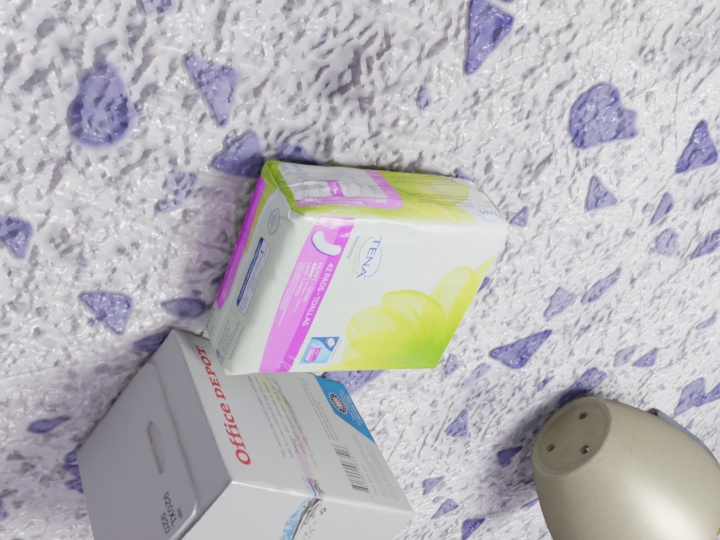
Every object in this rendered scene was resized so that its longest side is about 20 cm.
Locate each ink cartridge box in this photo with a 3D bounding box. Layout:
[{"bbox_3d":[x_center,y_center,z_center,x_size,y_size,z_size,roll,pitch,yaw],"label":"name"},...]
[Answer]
[{"bbox_3d":[-0.092,0.167,0.701,0.198,0.148,0.145,26,113,-44],"label":"ink cartridge box"}]

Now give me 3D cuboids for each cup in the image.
[{"bbox_3d":[0.265,0.221,0.967,0.200,0.201,0.143,-41,111,8],"label":"cup"}]

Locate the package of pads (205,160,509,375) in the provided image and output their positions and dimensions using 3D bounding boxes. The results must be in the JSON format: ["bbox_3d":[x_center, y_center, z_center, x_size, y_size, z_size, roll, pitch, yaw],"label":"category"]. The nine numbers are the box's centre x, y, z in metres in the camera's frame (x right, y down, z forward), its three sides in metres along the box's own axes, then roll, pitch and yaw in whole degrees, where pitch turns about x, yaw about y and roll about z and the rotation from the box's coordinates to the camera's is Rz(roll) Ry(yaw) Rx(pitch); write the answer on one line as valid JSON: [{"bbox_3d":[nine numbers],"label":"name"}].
[{"bbox_3d":[0.000,0.000,0.667,0.197,0.069,0.156,2,128,-34],"label":"package of pads"}]

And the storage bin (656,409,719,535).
[{"bbox_3d":[0.382,0.289,1.130,0.134,0.147,0.199,-38,139,21],"label":"storage bin"}]
